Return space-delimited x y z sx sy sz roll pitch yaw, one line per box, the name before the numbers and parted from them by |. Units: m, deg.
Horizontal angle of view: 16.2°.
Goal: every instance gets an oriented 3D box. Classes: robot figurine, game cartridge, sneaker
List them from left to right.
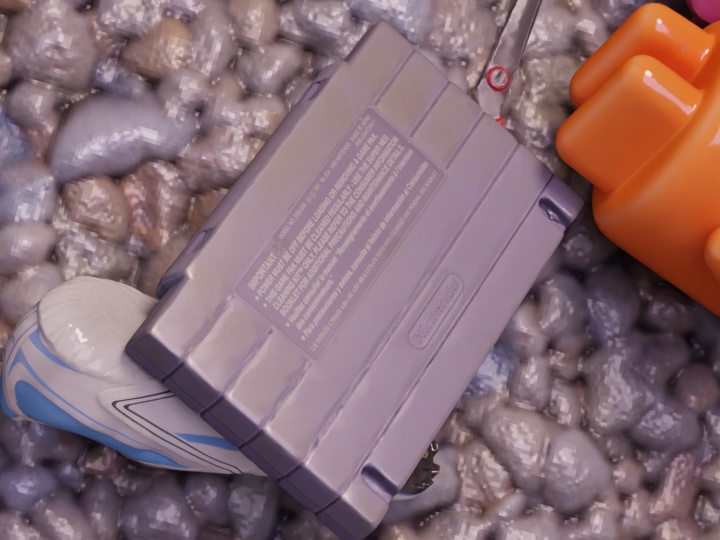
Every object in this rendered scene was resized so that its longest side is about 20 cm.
sneaker | -0.058 0.057 1.074 0.199 0.072 0.072 19 49 -24
game cartridge | 0.000 0.000 1.067 0.129 0.038 0.200 39 56 -4
robot figurine | 0.182 -0.031 1.116 0.199 0.144 0.117 33 93 -14

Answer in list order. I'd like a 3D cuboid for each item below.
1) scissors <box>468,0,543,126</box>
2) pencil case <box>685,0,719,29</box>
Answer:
scissors | 0.061 -0.071 1.145 0.073 0.014 0.200 40 73 -6
pencil case | 0.235 -0.162 1.123 0.198 0.091 0.094 -4 69 15
